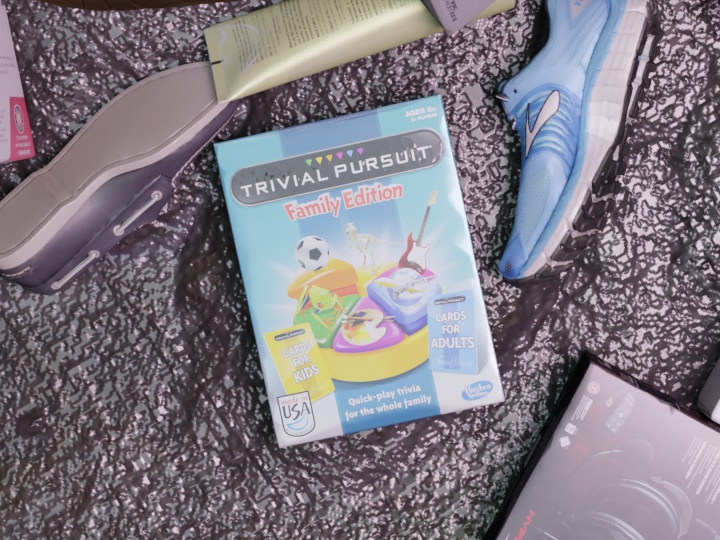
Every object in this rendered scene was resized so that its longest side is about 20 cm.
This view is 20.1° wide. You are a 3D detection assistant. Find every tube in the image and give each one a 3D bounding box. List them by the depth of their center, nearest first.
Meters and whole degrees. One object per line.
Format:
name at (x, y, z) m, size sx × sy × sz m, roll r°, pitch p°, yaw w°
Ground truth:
tube at (-0.002, -0.161, 1.299) m, size 0.199 × 0.058 × 0.052 m, roll -18°, pitch 94°, yaw 2°

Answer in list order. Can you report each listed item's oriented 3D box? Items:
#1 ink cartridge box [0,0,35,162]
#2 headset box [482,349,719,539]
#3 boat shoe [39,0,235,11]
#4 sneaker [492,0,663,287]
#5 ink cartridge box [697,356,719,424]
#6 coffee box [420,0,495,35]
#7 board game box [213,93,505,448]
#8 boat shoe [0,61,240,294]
ink cartridge box at (-0.275, -0.160, 1.265) m, size 0.084 × 0.146 × 0.201 m, roll -9°, pitch 94°, yaw 5°
headset box at (0.197, 0.165, 1.303) m, size 0.199 × 0.077 × 0.149 m, roll 29°, pitch 95°, yaw 2°
boat shoe at (-0.123, -0.205, 1.298) m, size 0.199 × 0.073 × 0.065 m, roll -2°, pitch 83°, yaw -1°
sneaker at (0.124, -0.087, 1.301) m, size 0.090 × 0.078 × 0.201 m, roll 19°, pitch 92°, yaw 20°
ink cartridge box at (0.336, 0.073, 1.286) m, size 0.199 × 0.083 × 0.147 m, roll 28°, pitch 95°, yaw 0°
coffee box at (0.016, -0.254, 1.232) m, size 0.080 × 0.114 × 0.200 m, roll -38°, pitch 75°, yaw 1°
board game box at (0.000, 0.000, 1.314) m, size 0.150 × 0.047 × 0.201 m, roll -12°, pitch 94°, yaw 3°
boat shoe at (-0.154, -0.059, 1.322) m, size 0.200 × 0.073 × 0.063 m, roll -38°, pitch 135°, yaw -1°
